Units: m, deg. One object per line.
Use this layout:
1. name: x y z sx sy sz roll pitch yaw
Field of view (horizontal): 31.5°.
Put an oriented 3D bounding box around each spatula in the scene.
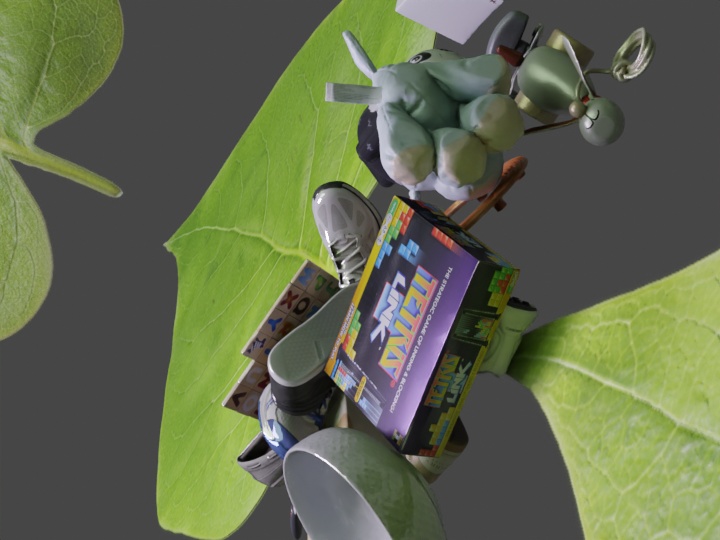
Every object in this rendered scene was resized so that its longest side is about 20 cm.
1. spatula: -0.071 0.277 1.517 0.201 0.020 0.057 104 161 -57

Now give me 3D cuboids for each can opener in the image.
1. can opener: 0.153 -0.194 1.446 0.053 0.066 0.202 -50 -15 -70

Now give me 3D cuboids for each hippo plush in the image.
1. hippo plush: 0.068 -0.120 1.286 0.161 0.197 0.161 79 -157 -56

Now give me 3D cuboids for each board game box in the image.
1. board game box: 0.054 0.052 1.238 0.165 0.056 0.202 41 114 54

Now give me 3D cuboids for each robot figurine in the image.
1. robot figurine: 0.071 -0.185 1.569 0.200 0.124 0.152 -44 29 52

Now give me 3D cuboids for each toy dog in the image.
1. toy dog: 0.193 -0.188 1.268 0.133 0.095 0.200 -69 18 -3

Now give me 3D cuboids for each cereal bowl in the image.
1. cereal bowl: 0.016 0.230 1.210 0.083 0.201 0.200 -33 3 -26

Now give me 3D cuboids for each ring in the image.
1. ring: 0.106 -0.050 1.375 0.200 0.019 0.200 -43 6 6

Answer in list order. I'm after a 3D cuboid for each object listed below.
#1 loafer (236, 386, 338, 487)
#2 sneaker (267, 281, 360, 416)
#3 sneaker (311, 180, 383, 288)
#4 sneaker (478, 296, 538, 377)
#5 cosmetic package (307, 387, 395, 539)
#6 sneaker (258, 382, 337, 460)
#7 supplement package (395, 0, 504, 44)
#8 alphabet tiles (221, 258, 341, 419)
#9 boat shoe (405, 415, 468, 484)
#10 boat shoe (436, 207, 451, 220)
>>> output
1. loafer: -0.087 0.196 1.562 0.201 0.069 0.070 -54 22 35
2. sneaker: -0.026 0.084 1.386 0.199 0.071 0.100 -32 -22 -30
3. sneaker: 0.001 0.000 1.479 0.075 0.202 0.116 -20 25 12
4. sneaker: 0.109 0.050 1.291 0.200 0.074 0.082 -144 68 -72
5. cosmetic package: -0.009 0.230 1.407 0.106 0.070 0.201 -57 21 28
6. sneaker: -0.059 0.124 1.444 0.088 0.075 0.201 -41 28 34
7. supplement package: 0.131 -0.426 1.695 0.114 0.108 0.202 -41 32 54
8. alphabet tiles: -0.086 0.091 1.546 0.008 0.167 0.201 35 90 28
9. boat shoe: 0.057 0.140 1.330 0.065 0.071 0.201 -59 26 22
10. boat shoe: 0.064 -0.003 1.479 0.073 0.062 0.202 -48 27 46
